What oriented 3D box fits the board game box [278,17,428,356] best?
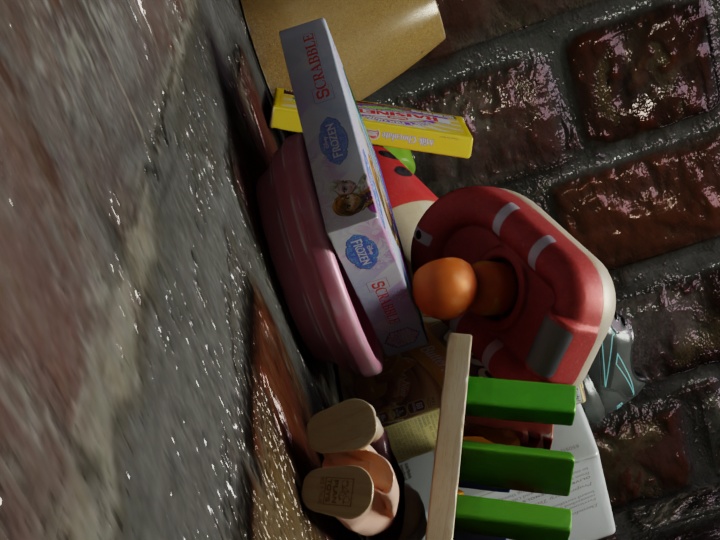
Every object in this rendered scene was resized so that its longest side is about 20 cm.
[{"bbox_3d":[-0.003,-0.063,0.954,0.200,0.041,0.201,65,9,-58],"label":"board game box"}]

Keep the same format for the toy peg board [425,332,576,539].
[{"bbox_3d":[0.098,0.184,0.865,0.200,0.097,0.201,87,10,-56],"label":"toy peg board"}]

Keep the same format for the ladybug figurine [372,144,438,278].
[{"bbox_3d":[0.032,-0.061,1.138,0.136,0.072,0.200,40,6,-47],"label":"ladybug figurine"}]

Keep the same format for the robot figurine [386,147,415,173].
[{"bbox_3d":[0.058,-0.270,2.748,0.176,0.115,0.201,83,-8,-60],"label":"robot figurine"}]

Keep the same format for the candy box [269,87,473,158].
[{"bbox_3d":[0.010,-0.149,1.190,0.102,0.199,0.027,-95,-166,-68],"label":"candy box"}]

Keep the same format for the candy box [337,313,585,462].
[{"bbox_3d":[0.082,0.088,1.032,0.116,0.199,0.055,-105,174,-49],"label":"candy box"}]

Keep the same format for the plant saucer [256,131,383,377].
[{"bbox_3d":[-0.035,-0.008,0.942,0.201,0.051,0.202,-18,90,-85],"label":"plant saucer"}]

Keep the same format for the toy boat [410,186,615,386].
[{"bbox_3d":[0.097,0.013,0.942,0.200,0.130,0.131,48,-55,47],"label":"toy boat"}]

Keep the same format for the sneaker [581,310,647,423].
[{"bbox_3d":[0.222,0.051,1.175,0.075,0.079,0.201,-107,173,-72],"label":"sneaker"}]

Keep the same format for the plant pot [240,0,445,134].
[{"bbox_3d":[-0.013,-0.270,1.319,0.186,0.199,0.187,-19,90,-87],"label":"plant pot"}]

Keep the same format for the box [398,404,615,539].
[{"bbox_3d":[0.116,0.166,1.140,0.172,0.199,0.200,64,7,-51],"label":"box"}]

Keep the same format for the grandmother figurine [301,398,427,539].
[{"bbox_3d":[0.009,0.152,0.785,0.200,0.060,0.122,57,43,-66],"label":"grandmother figurine"}]
